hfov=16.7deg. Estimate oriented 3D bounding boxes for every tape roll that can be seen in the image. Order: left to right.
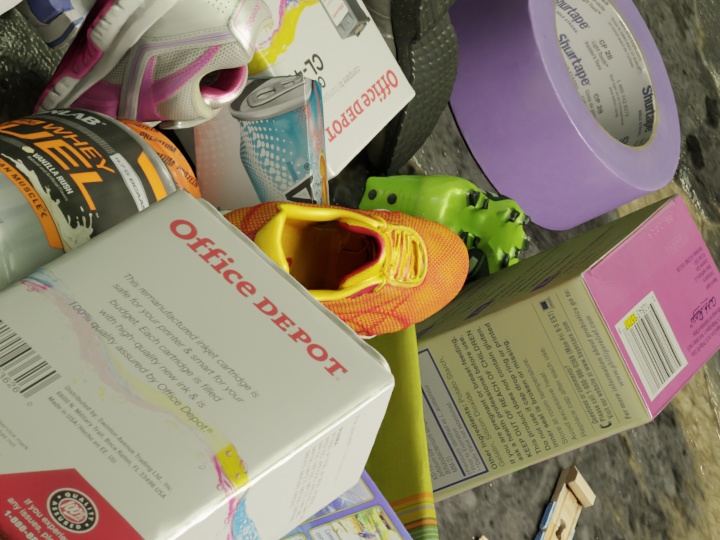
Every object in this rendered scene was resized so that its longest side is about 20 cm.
[{"bbox_3d":[0.149,-0.137,1.816,0.200,0.085,0.201,36,41,-39],"label":"tape roll"}]

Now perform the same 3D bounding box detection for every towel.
[{"bbox_3d":[0.005,0.119,1.422,0.018,0.086,0.201,36,41,-50],"label":"towel"}]

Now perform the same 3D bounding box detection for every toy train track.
[{"bbox_3d":[0.129,0.193,1.611,0.115,0.032,0.200,55,32,-18],"label":"toy train track"}]

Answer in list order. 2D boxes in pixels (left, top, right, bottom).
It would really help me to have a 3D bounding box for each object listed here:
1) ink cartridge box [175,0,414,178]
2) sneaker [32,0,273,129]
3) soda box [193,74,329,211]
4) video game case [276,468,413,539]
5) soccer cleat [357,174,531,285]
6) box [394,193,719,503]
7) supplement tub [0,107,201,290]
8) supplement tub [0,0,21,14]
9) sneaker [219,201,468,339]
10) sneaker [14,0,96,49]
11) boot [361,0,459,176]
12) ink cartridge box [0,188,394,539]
[{"bbox_3d":[-0.070,-0.152,1.480,0.200,0.085,0.148,58,32,-10],"label":"ink cartridge box"},{"bbox_3d":[-0.110,-0.106,1.303,0.088,0.200,0.082,31,65,-11],"label":"sneaker"},{"bbox_3d":[-0.051,-0.007,1.372,0.064,0.068,0.201,-12,97,-82],"label":"soda box"},{"bbox_3d":[-0.063,0.147,1.115,0.181,0.046,0.200,-17,55,-30],"label":"video game case"},{"bbox_3d":[0.059,-0.029,1.624,0.200,0.081,0.068,34,72,-68],"label":"soccer cleat"},{"bbox_3d":[0.106,0.053,1.510,0.097,0.200,0.176,64,31,-5],"label":"box"},{"bbox_3d":[-0.169,-0.012,1.213,0.200,0.122,0.123,-27,92,-59],"label":"supplement tub"},{"bbox_3d":[-0.256,-0.201,1.187,0.145,0.145,0.201,-30,95,-59],"label":"supplement tub"},{"bbox_3d":[0.000,0.000,1.307,0.200,0.077,0.073,-1,87,-51],"label":"sneaker"},{"bbox_3d":[-0.193,-0.186,1.296,0.115,0.081,0.199,34,1,-22],"label":"sneaker"},{"bbox_3d":[-0.004,-0.165,1.595,0.130,0.200,0.068,29,50,21],"label":"boot"},{"bbox_3d":[-0.106,0.072,1.080,0.148,0.086,0.200,42,49,21],"label":"ink cartridge box"}]
